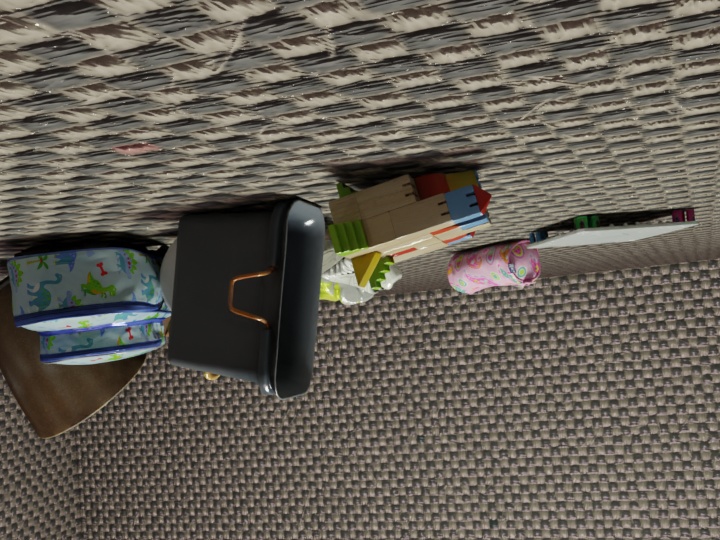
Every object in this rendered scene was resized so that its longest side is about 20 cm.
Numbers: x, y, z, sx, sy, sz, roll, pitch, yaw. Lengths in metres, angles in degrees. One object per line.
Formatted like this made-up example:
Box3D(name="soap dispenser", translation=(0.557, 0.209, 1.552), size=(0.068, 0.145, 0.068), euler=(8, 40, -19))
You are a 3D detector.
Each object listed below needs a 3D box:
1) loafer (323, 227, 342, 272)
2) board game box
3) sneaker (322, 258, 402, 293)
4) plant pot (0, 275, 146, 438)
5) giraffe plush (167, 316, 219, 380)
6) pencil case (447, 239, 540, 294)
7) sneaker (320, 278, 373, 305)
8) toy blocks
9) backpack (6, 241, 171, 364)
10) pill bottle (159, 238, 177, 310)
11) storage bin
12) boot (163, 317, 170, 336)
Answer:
Box3D(name="loafer", translation=(-0.060, -0.034, 1.116), size=(0.072, 0.063, 0.200), euler=(-39, 176, 3))
Box3D(name="board game box", translation=(0.390, -0.065, 1.394), size=(0.198, 0.026, 0.200), euler=(-4, 175, -13))
Box3D(name="sneaker", translation=(0.000, 0.000, 1.272), size=(0.075, 0.081, 0.200), euler=(-48, -171, -13))
Box3D(name="plant pot", translation=(-0.436, 0.096, 1.240), size=(0.186, 0.201, 0.187), euler=(-30, -162, 11))
Box3D(name="giraffe plush", translation=(-0.193, 0.088, 1.315), size=(0.172, 0.200, 0.163), euler=(-27, 141, -15))
Box3D(name="pencil case", translation=(0.247, -0.004, 1.643), size=(0.087, 0.088, 0.199), euler=(-3, 176, -32))
Box3D(name="sneaker", translation=(-0.071, 0.026, 1.827), size=(0.198, 0.076, 0.105), euler=(5, -177, -29))
Box3D(name="toy blocks", translation=(0.059, -0.051, 0.822), size=(0.136, 0.101, 0.200), euler=(-18, 173, 12))
Box3D(name="backpack", translation=(-0.326, 0.039, 1.084), size=(0.181, 0.148, 0.200), euler=(-8, 173, 2))
Box3D(name="pill bottle", translation=(-0.152, 0.011, 1.129), size=(0.113, 0.115, 0.200), euler=(-7, 176, 26))
Box3D(name="storage bin", translation=(-0.126, 0.027, 0.926), size=(0.133, 0.202, 0.145), euler=(3, 178, 15))
Box3D(name="boot", translation=(-0.313, 0.067, 1.402), size=(0.198, 0.076, 0.107), euler=(-3, -173, -12))
